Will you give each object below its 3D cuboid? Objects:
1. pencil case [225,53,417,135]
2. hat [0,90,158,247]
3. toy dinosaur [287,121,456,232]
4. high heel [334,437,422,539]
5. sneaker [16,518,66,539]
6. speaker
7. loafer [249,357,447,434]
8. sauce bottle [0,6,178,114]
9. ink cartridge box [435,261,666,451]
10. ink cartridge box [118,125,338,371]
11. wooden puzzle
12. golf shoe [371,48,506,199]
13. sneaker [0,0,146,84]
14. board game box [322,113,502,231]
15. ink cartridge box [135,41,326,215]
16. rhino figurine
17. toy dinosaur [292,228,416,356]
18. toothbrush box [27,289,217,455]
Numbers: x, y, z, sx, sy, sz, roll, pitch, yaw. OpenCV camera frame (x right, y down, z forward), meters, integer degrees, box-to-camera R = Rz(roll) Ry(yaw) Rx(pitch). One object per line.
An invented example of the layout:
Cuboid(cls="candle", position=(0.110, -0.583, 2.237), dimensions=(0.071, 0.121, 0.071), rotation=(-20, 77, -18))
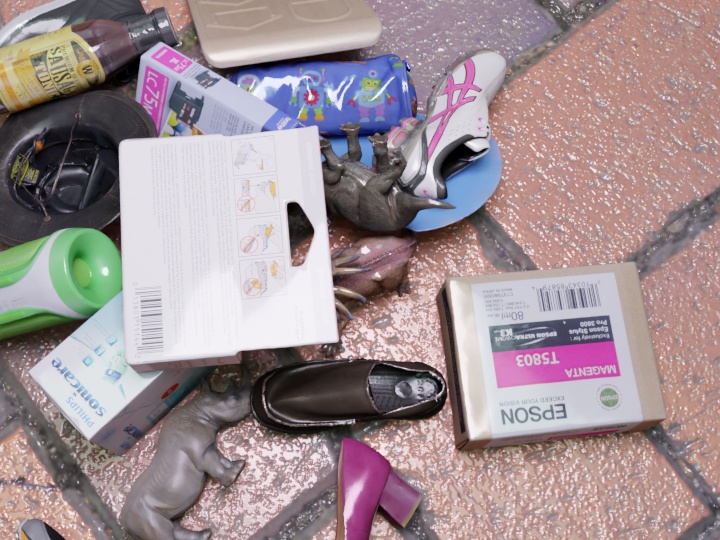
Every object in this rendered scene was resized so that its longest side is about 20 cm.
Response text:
Cuboid(cls="pencil case", position=(-0.040, -0.186, 0.968), dimensions=(0.199, 0.078, 0.087), rotation=(-1, 97, 2))
Cuboid(cls="hat", position=(-0.289, -0.088, 0.931), dimensions=(0.200, 0.081, 0.201), rotation=(-5, 62, 9))
Cuboid(cls="toy dinosaur", position=(0.004, -0.077, 0.876), dimensions=(0.200, 0.102, 0.077), rotation=(13, 36, 19))
Cuboid(cls="high heel", position=(-0.031, 0.258, 0.851), dimensions=(0.096, 0.067, 0.200), rotation=(39, 60, -2))
Cuboid(cls="sneaker", position=(-0.231, 0.292, 0.831), dimensions=(0.200, 0.078, 0.077), rotation=(41, 62, 5))
Cuboid(cls="speaker", position=(-0.318, 0.019, 0.850), dimensions=(0.200, 0.088, 0.089), rotation=(-14, 71, 28))
Cuboid(cls="loafer", position=(-0.007, 0.113, 0.886), dimensions=(0.200, 0.071, 0.073), rotation=(-5, 73, -12))
Cuboid(cls="sauce bottle", position=(-0.285, -0.217, 0.922), dimensions=(0.200, 0.066, 0.066), rotation=(-21, 76, -2))
Cuboid(cls="ink cartridge box", position=(0.187, 0.085, 0.914), dimensions=(0.200, 0.075, 0.165), rotation=(-6, 73, -6))
Cuboid(cls="ink cartridge box", position=(-0.115, -0.021, 0.789), dimensions=(0.176, 0.045, 0.200), rotation=(-5, 73, -4))
Cuboid(cls="wooden puzzle", position=(-0.088, -0.274, 0.990), dimensions=(0.185, 0.046, 0.200), rotation=(-11, 42, -10))
Cuboid(cls="golf shoe", position=(0.101, -0.146, 0.933), dimensions=(0.092, 0.073, 0.200), rotation=(29, 65, 23))
Cuboid(cls="sneaker", position=(-0.306, -0.232, 0.978), dimensions=(0.200, 0.071, 0.099), rotation=(-36, 74, -17))
Cuboid(cls="board game box", position=(0.047, -0.099, 0.968), dimensions=(0.200, 0.039, 0.158), rotation=(22, 54, 23))
Cuboid(cls="ink cartridge box", position=(-0.139, -0.134, 0.934), dimensions=(0.200, 0.119, 0.042), rotation=(29, 47, 4))
Cuboid(cls="rhino figurine", position=(-0.156, 0.178, 0.872), dimensions=(0.087, 0.060, 0.200), rotation=(25, 72, 1))
Cuboid(cls="toy dinosaur", position=(0.000, 0.000, 0.892), dimensions=(0.200, 0.136, 0.086), rotation=(-34, 77, -18))
Cuboid(cls="toothbrush box", position=(-0.190, 0.070, 0.857), dimensions=(0.200, 0.146, 0.085), rotation=(-42, 80, -15))
